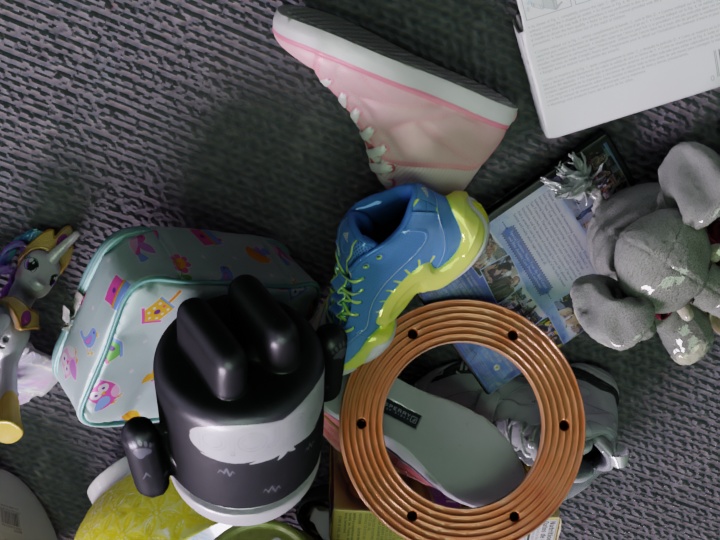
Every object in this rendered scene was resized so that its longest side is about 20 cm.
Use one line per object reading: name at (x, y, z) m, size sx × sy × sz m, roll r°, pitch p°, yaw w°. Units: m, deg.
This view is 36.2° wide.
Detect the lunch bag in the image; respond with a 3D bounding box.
lunch bag at (-0.142, 0.048, 0.874) m, size 0.199 × 0.077 × 0.161 m, roll 2°, pitch 127°, yaw -44°

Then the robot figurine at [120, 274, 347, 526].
robot figurine at (-0.088, 0.098, 0.806) m, size 0.149 × 0.126 × 0.201 m, roll 4°, pitch 136°, yaw 1°

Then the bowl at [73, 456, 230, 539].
bowl at (-0.186, 0.225, 0.992) m, size 0.200 × 0.200 × 0.108 m, roll -42°, pitch 70°, yaw 20°

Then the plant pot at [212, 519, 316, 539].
plant pot at (-0.079, 0.287, 0.916) m, size 0.185 × 0.189 × 0.201 m, roll 0°, pitch 145°, yaw -2°

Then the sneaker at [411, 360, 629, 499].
sneaker at (0.135, 0.137, 0.959) m, size 0.198 × 0.115 × 0.076 m, roll -2°, pitch 120°, yaw 0°

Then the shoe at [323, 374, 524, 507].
shoe at (0.043, 0.143, 0.945) m, size 0.199 × 0.072 × 0.091 m, roll 30°, pitch 160°, yaw 1°

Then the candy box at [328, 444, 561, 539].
candy box at (0.071, 0.196, 0.991) m, size 0.198 × 0.117 × 0.057 m, roll 4°, pitch 122°, yaw -4°

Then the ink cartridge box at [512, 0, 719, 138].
ink cartridge box at (0.209, -0.207, 0.805) m, size 0.198 × 0.044 × 0.175 m, roll -16°, pitch 119°, yaw 8°

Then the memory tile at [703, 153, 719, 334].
memory tile at (0.336, -0.036, 0.909) m, size 0.152 × 0.017 × 0.202 m, roll 13°, pitch 112°, yaw -11°

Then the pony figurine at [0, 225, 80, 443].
pony figurine at (-0.303, 0.068, 0.884) m, size 0.166 × 0.201 × 0.192 m, roll 38°, pitch 128°, yaw -26°

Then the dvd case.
dvd case at (0.151, -0.004, 0.912) m, size 0.199 × 0.018 × 0.143 m, roll -34°, pitch 114°, yaw 5°

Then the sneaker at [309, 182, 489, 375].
sneaker at (0.000, 0.000, 0.843) m, size 0.200 × 0.076 × 0.105 m, roll -44°, pitch 135°, yaw 19°

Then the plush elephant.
plush elephant at (0.234, -0.008, 0.818) m, size 0.199 × 0.155 × 0.165 m, roll 28°, pitch 109°, yaw -13°

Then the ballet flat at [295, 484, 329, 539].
ballet flat at (0.020, 0.261, 0.997) m, size 0.199 × 0.068 × 0.069 m, roll 24°, pitch 93°, yaw 26°

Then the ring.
ring at (0.082, 0.124, 0.888) m, size 0.198 × 0.019 × 0.203 m, roll 0°, pitch 82°, yaw -3°

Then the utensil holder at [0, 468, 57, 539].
utensil holder at (-0.397, 0.291, 1.003) m, size 0.198 × 0.170 × 0.171 m, roll -23°, pitch 118°, yaw 10°

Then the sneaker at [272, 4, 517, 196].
sneaker at (0.012, -0.117, 0.831) m, size 0.199 × 0.076 × 0.105 m, roll 21°, pitch 112°, yaw -18°
